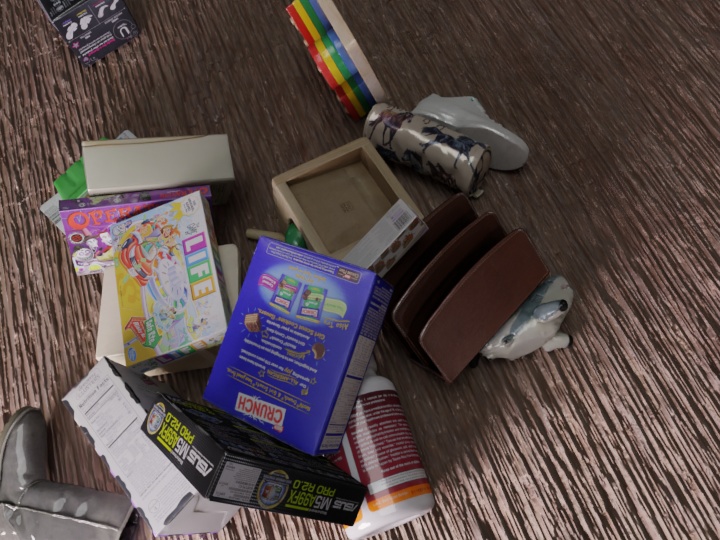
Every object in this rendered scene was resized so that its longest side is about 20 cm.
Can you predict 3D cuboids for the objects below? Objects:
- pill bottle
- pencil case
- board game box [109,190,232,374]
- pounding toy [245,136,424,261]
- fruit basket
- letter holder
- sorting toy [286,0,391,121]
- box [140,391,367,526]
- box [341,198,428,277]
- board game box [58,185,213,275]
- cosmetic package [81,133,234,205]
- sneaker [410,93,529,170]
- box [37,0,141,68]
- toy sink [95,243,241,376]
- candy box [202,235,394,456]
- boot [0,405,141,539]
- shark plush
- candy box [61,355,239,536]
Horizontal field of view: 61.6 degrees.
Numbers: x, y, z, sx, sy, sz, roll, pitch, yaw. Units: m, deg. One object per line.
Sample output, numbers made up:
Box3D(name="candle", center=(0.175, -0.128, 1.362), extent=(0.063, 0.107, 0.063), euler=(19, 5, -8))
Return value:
Box3D(name="pill bottle", center=(0.007, 0.204, 0.733), extent=(0.110, 0.114, 0.204), euler=(-19, 65, -2))
Box3D(name="pencil case", center=(0.100, -0.179, 0.906), extent=(0.196, 0.090, 0.079), euler=(26, 60, 15))
Box3D(name="board game box", center=(-0.241, 0.011, 0.767), extent=(0.131, 0.034, 0.204), euler=(-20, 64, 2))
Box3D(name="pounding toy", center=(-0.046, -0.063, 0.861), extent=(0.196, 0.143, 0.186), euler=(-27, 66, -17))
Box3D(name="fruit basket", center=(-0.363, -0.096, 0.938), extent=(0.199, 0.094, 0.186), euler=(41, 76, 5))
Box3D(name="letter holder", center=(0.119, 0.011, 0.773), extent=(0.200, 0.100, 0.143), euler=(-44, 113, -13))
Box3D(name="sorting toy", center=(-0.040, -0.341, 0.939), extent=(0.069, 0.199, 0.203), euler=(-30, 65, 9))
Box3D(name="box", center=(-0.109, 0.198, 0.632), extent=(0.158, 0.198, 0.045), euler=(16, 78, 47))
Box3D(name="box", center=(0.000, 0.000, 0.754), extent=(0.200, 0.039, 0.042), euler=(-47, 53, 8))
Box3D(name="board game box", center=(-0.306, -0.056, 0.849), extent=(0.194, 0.122, 0.033), euler=(-9, 44, -18))
Box3D(name="cosmetic package", center=(-0.287, -0.137, 0.867), extent=(0.195, 0.103, 0.075), euler=(-9, 79, -23))
Box3D(name="sneaker", center=(0.176, -0.227, 0.930), extent=(0.196, 0.076, 0.089), euler=(27, 60, 18))
Box3D(name="box", center=(-0.514, -0.498, 1.104), extent=(0.131, 0.115, 0.201), euler=(-34, 65, -8))
Box3D(name="toy sink", center=(-0.240, 0.060, 0.828), extent=(0.194, 0.113, 0.134), euler=(-10, 65, 8))
Box3D(name="candy box", center=(-0.072, 0.084, 0.699), extent=(0.165, 0.077, 0.205), euler=(18, 83, 27))
Box3D(name="boot", center=(-0.372, 0.280, 0.769), extent=(0.194, 0.073, 0.188), euler=(5, 80, 16))
Box3D(name="shark plush", center=(0.199, 0.080, 0.813), extent=(0.197, 0.091, 0.084), euler=(-34, 44, 14))
Box3D(name="candy box", center=(-0.237, 0.213, 0.726), extent=(0.072, 0.168, 0.199), euler=(-44, 67, -8))
